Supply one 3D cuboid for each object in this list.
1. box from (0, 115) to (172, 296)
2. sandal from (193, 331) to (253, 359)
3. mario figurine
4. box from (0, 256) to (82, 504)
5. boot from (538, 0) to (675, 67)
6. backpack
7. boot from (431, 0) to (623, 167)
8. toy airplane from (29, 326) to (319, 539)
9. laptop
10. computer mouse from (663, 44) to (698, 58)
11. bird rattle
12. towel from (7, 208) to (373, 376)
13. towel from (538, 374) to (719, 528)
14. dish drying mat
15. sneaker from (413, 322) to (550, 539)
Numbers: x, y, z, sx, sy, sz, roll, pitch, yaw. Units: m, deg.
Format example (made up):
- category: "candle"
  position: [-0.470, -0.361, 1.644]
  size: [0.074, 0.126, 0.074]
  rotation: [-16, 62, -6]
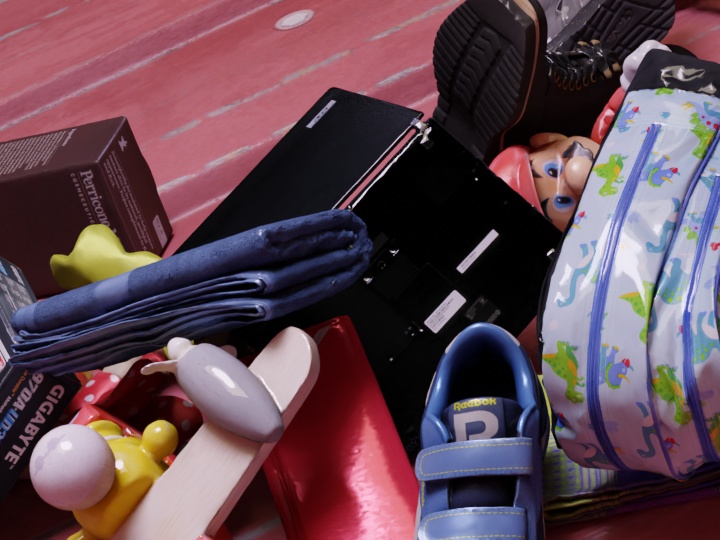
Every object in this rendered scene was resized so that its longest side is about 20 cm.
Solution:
- category: "box"
  position: [-0.248, -0.036, 1.710]
  size: [0.199, 0.101, 0.075]
  rotation: [-11, 28, 20]
- category: "sandal"
  position: [-0.008, 0.038, 1.450]
  size: [0.199, 0.055, 0.082]
  rotation: [-13, 69, 26]
- category: "mario figurine"
  position: [0.170, -0.061, 1.445]
  size: [0.199, 0.106, 0.124]
  rotation: [-17, 44, -9]
- category: "box"
  position: [-0.252, 0.086, 1.455]
  size: [0.159, 0.046, 0.200]
  rotation: [-55, 27, 6]
- category: "boot"
  position: [0.135, -0.160, 1.663]
  size: [0.200, 0.070, 0.132]
  rotation: [-33, 26, 15]
- category: "backpack"
  position: [0.161, 0.014, 1.224]
  size: [0.153, 0.164, 0.200]
  rotation: [20, 52, 33]
- category: "boot"
  position: [0.118, -0.132, 1.500]
  size: [0.138, 0.200, 0.078]
  rotation: [-28, 70, -22]
- category: "toy airplane"
  position: [-0.113, 0.134, 1.238]
  size: [0.199, 0.141, 0.201]
  rotation: [-20, 45, 39]
- category: "laptop"
  position: [0.000, 0.000, 1.416]
  size: [0.177, 0.200, 0.103]
  rotation: [-47, -7, -12]
- category: "computer mouse"
  position: [0.234, -0.120, 1.586]
  size: [0.140, 0.046, 0.200]
  rotation: [-18, 26, 8]
- category: "bird rattle"
  position: [-0.171, 0.081, 1.480]
  size: [0.162, 0.113, 0.201]
  rotation: [-25, 37, 18]
- category: "towel"
  position: [-0.094, 0.016, 1.315]
  size: [0.199, 0.049, 0.111]
  rotation: [-18, -1, 37]
- category: "towel"
  position: [0.183, 0.076, 1.281]
  size: [0.199, 0.023, 0.144]
  rotation: [-14, 28, 13]
- category: "dish drying mat"
  position: [-0.012, 0.110, 1.276]
  size: [0.076, 0.018, 0.201]
  rotation: [-20, 48, -2]
- category: "sneaker"
  position: [0.059, 0.114, 1.196]
  size: [0.073, 0.082, 0.201]
  rotation: [-3, 48, 6]
